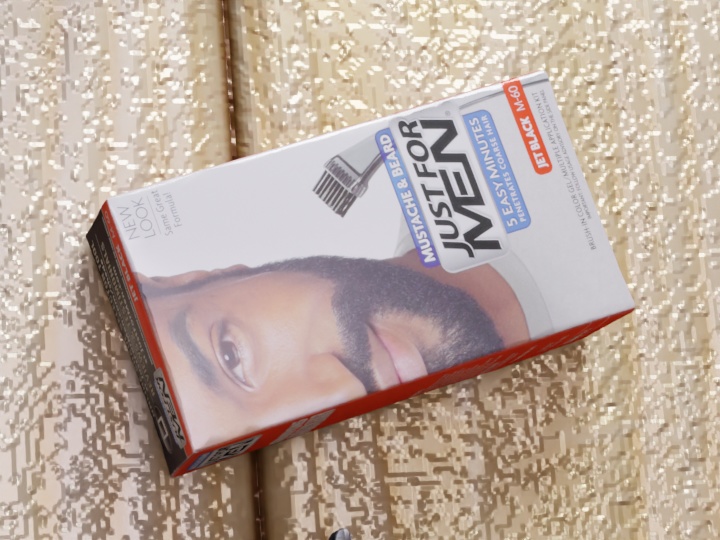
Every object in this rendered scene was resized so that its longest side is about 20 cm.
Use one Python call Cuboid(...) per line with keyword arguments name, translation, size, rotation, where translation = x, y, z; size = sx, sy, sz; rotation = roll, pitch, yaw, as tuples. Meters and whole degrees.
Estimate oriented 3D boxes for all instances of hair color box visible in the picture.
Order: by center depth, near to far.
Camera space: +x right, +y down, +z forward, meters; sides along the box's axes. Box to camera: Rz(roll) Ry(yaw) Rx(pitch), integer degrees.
Cuboid(name="hair color box", translation=(0.000, 0.000, 0.972), size=(0.199, 0.064, 0.111), rotation=(-18, 81, -17))

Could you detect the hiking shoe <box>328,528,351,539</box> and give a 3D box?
Cuboid(name="hiking shoe", translation=(-0.074, 0.173, 0.910), size=(0.199, 0.076, 0.101), rotation=(-19, 72, -28))
